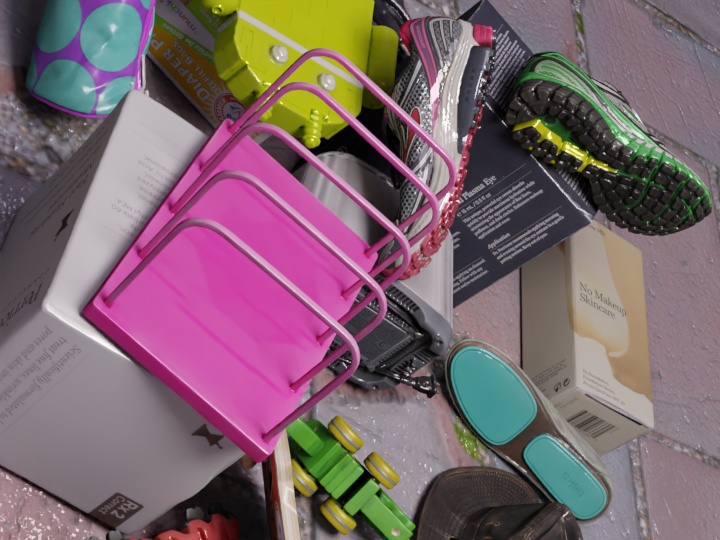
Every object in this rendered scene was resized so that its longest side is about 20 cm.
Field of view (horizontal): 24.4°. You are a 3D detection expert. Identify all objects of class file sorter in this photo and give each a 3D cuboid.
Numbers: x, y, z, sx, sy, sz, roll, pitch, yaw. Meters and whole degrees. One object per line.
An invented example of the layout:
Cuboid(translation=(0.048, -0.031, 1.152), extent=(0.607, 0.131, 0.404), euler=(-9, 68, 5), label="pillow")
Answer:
Cuboid(translation=(-0.042, -0.019, 1.007), extent=(0.139, 0.125, 0.200), euler=(41, 42, -11), label="file sorter")

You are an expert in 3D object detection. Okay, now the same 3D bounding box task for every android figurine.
Cuboid(translation=(-0.048, -0.184, 1.279), extent=(0.181, 0.041, 0.201), euler=(29, 50, -28), label="android figurine")

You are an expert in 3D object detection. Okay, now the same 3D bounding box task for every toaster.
Cuboid(translation=(0.000, 0.000, 1.317), extent=(0.199, 0.113, 0.130), euler=(33, 42, -24), label="toaster")

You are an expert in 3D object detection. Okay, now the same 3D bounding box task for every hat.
Cuboid(translation=(0.131, 0.232, 1.316), extent=(0.200, 0.081, 0.202), euler=(26, 47, -31), label="hat")

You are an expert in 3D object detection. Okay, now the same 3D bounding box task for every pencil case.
Cuboid(translation=(-0.178, -0.213, 1.224), extent=(0.092, 0.201, 0.085), euler=(17, 10, 2), label="pencil case")

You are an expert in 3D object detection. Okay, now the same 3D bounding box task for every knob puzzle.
Cuboid(translation=(-0.064, 0.151, 1.115), extent=(0.030, 0.220, 0.221), euler=(-6, 63, -6), label="knob puzzle")

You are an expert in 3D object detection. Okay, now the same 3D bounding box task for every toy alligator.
Cuboid(translation=(0.003, 0.169, 1.253), extent=(0.200, 0.059, 0.054), euler=(46, -1, -12), label="toy alligator")

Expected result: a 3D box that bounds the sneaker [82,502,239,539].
Cuboid(translation=(-0.141, 0.215, 1.054), extent=(0.200, 0.071, 0.098), euler=(-8, 68, -50), label="sneaker")

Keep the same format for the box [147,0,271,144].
Cuboid(translation=(-0.109, -0.211, 1.348), extent=(0.200, 0.112, 0.102), euler=(47, 42, -12), label="box")

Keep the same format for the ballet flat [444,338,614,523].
Cuboid(translation=(0.140, 0.133, 1.423), extent=(0.200, 0.067, 0.064), euler=(49, 12, -10), label="ballet flat")

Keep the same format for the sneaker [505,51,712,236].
Cuboid(translation=(0.203, -0.103, 1.309), extent=(0.200, 0.078, 0.086), euler=(38, 42, -21), label="sneaker")

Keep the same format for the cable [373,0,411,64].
Cuboid(translation=(-0.017, -0.246, 1.518), extent=(0.200, 0.051, 0.164), euler=(41, 41, -17), label="cable")

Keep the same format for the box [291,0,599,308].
Cuboid(translation=(0.081, -0.089, 1.391), extent=(0.182, 0.200, 0.104), euler=(47, 41, -12), label="box")

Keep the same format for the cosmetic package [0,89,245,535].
Cuboid(translation=(-0.150, 0.029, 1.096), extent=(0.164, 0.165, 0.201), euler=(33, 43, -20), label="cosmetic package")

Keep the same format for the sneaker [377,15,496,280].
Cuboid(translation=(0.046, -0.091, 1.248), extent=(0.074, 0.081, 0.202), euler=(14, 81, 7), label="sneaker")

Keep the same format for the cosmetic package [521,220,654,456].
Cuboid(translation=(0.205, 0.055, 1.523), extent=(0.105, 0.071, 0.201), euler=(27, 47, -30), label="cosmetic package")
